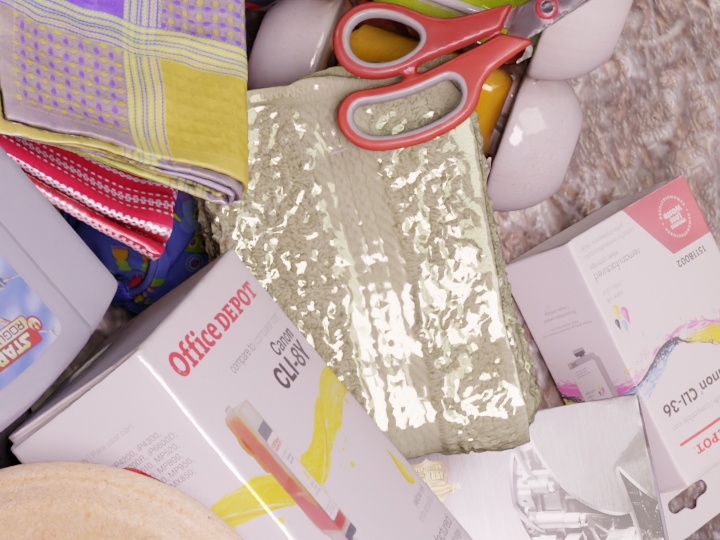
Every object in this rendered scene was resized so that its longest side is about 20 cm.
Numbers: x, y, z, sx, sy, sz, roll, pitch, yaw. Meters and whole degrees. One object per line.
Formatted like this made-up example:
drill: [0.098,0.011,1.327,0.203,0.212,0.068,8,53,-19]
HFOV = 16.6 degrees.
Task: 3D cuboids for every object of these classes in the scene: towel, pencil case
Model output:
towel: [-0.146,-0.093,1.225,0.145,0.022,0.200,30,27,-15]
pencil case: [-0.059,-0.025,1.312,0.200,0.078,0.087,-6,88,-39]
towel: [0.000,0.000,1.199,0.148,0.036,0.200,-12,87,-3]
towel: [-0.113,-0.130,1.167,0.144,0.023,0.200,17,55,-26]

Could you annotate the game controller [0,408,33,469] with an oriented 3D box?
game controller: [-0.230,0.113,1.070,0.200,0.042,0.104,-21,103,-11]

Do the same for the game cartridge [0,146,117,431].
game cartridge: [-0.191,0.014,1.041,0.133,0.042,0.200,46,39,2]

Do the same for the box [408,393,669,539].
box: [0.064,0.159,1.312,0.200,0.048,0.159,-8,82,-10]

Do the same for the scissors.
scissors: [0.081,-0.113,1.186,0.200,0.014,0.073,-16,82,-1]

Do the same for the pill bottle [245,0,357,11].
pill bottle: [-0.073,-0.204,1.328,0.200,0.120,0.120,12,69,-35]

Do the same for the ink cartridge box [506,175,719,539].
ink cartridge box: [0.182,0.059,1.480,0.116,0.067,0.200,-30,95,-40]

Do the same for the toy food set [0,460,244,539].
toy food set: [-0.119,0.175,1.025,0.198,0.200,0.049,58,10,-6]

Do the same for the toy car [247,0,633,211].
toy car: [0.047,-0.139,1.287,0.175,0.200,0.150,20,35,3]

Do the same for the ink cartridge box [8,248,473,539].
ink cartridge box: [-0.043,0.106,1.100,0.200,0.083,0.145,50,23,-6]
